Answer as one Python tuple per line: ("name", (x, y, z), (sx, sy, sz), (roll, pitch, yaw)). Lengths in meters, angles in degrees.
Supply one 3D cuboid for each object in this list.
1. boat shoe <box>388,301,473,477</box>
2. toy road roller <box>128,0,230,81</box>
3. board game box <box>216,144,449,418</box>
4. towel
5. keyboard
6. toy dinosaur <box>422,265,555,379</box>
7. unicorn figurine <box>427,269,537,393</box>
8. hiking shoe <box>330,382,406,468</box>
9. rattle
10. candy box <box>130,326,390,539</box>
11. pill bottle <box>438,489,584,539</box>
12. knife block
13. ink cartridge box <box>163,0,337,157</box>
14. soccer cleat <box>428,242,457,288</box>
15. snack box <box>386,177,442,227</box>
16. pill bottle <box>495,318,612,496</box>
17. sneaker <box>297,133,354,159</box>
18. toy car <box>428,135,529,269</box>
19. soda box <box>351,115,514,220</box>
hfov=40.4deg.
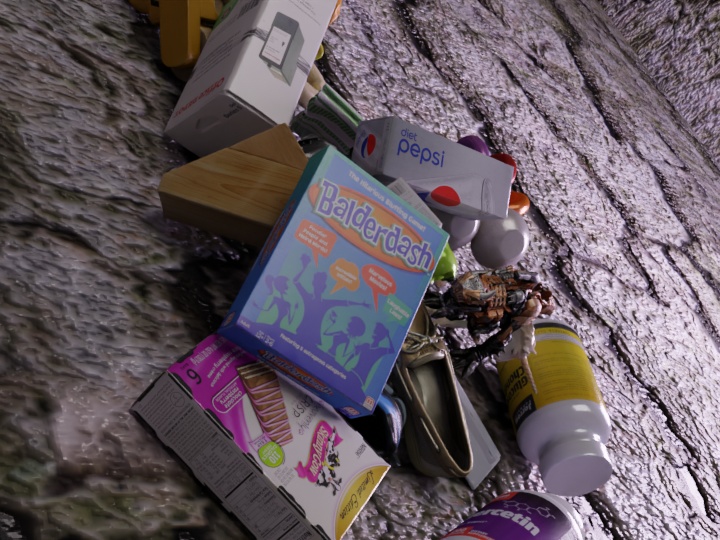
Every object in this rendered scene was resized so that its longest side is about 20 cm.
("boat shoe", (0.069, 0.112, 0.998), (0.073, 0.063, 0.201), (-9, 87, -33))
("toy road roller", (-0.221, -0.331, 1.236), (0.123, 0.146, 0.201), (-5, 94, -55))
("board game box", (-0.019, 0.009, 0.894), (0.152, 0.045, 0.200), (34, 62, -19))
("towel", (-0.016, -0.155, 1.224), (0.152, 0.023, 0.200), (42, -12, -7))
("keyboard", (0.088, 0.138, 1.051), (0.056, 0.011, 0.200), (-37, 101, -33))
("toy dinosaur", (0.150, 0.044, 1.051), (0.200, 0.136, 0.102), (26, 41, -34))
("unicorn figurine", (0.150, 0.050, 1.191), (0.200, 0.137, 0.074), (-72, 152, -45))
("hiking shoe", (-0.031, 0.101, 0.934), (0.200, 0.074, 0.087), (39, 11, -11))
("rattle", (-0.033, -0.268, 1.295), (0.200, 0.143, 0.130), (41, 6, -33))
("candy box", (-0.081, 0.145, 0.847), (0.200, 0.061, 0.136), (46, 29, 1))
("pill bottle", (0.138, 0.274, 0.912), (0.113, 0.112, 0.200), (54, 30, 15))
("knife block", (-0.079, -0.049, 0.978), (0.200, 0.064, 0.176), (-25, 70, -14))
("ink cartridge box", (-0.123, -0.231, 1.103), (0.084, 0.145, 0.201), (33, 60, -27))
("soccer cleat", (0.074, -0.022, 1.161), (0.200, 0.067, 0.081), (165, -90, -84))
("snack box", (-0.014, -0.014, 1.015), (0.072, 0.200, 0.024), (50, -13, 17))
("pill bottle", (0.234, 0.163, 1.173), (0.112, 0.112, 0.200), (27, 34, -29))
("sneaker", (-0.075, -0.115, 1.131), (0.199, 0.066, 0.091), (2, 70, -29))
("toy car", (0.137, -0.101, 1.292), (0.200, 0.150, 0.175), (20, 9, -29))
("soda box", (0.085, -0.112, 1.120), (0.200, 0.063, 0.069), (17, 80, -38))
